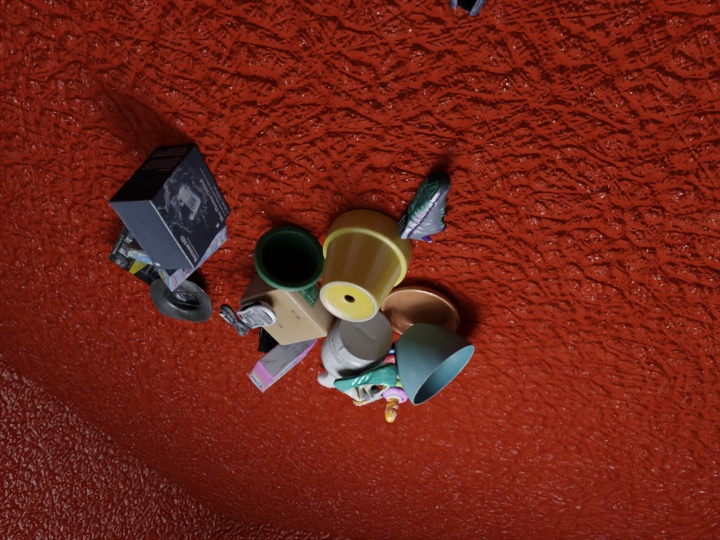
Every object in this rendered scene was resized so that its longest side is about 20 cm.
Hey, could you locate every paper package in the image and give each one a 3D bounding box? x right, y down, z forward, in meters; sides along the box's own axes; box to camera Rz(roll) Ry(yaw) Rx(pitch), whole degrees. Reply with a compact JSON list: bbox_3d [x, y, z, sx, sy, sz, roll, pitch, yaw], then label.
[{"bbox_3d":[-0.189,0.092,1.403,0.190,0.104,0.200,-16,127,35],"label":"paper package"}]

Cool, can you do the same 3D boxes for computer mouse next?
[{"bbox_3d":[-0.279,0.114,1.356,0.199,0.044,0.110,-14,124,41],"label":"computer mouse"}]

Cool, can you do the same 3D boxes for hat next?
[{"bbox_3d":[-0.182,0.002,1.276,0.164,0.201,0.176,0,149,-15],"label":"hat"},{"bbox_3d":[-0.510,0.063,1.521,0.199,0.081,0.201,4,138,4],"label":"hat"}]

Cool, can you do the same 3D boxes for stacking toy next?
[{"bbox_3d":[0.097,0.324,1.453,0.109,0.201,0.117,5,140,9],"label":"stacking toy"}]

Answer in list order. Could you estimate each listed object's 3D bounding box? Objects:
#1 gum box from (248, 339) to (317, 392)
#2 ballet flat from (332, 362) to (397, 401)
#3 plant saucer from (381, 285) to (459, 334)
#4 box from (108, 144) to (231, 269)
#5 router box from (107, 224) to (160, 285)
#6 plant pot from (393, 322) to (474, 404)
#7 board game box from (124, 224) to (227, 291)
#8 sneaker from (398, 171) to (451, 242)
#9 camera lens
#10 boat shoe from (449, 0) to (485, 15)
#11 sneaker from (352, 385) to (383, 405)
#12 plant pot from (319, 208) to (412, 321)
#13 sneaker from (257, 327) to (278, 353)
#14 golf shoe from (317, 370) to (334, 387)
[{"bbox_3d":[-0.219,0.250,1.522,0.066,0.200,0.114,45,139,8],"label":"gum box"},{"bbox_3d":[0.009,0.282,1.287,0.199,0.071,0.067,-25,156,36],"label":"ballet flat"},{"bbox_3d":[0.152,0.104,1.321,0.198,0.038,0.201,11,139,10],"label":"plant saucer"},{"bbox_3d":[-0.412,-0.140,1.169,0.116,0.201,0.197,1,137,21],"label":"box"},{"bbox_3d":[-0.599,-0.047,1.462,0.157,0.052,0.200,37,137,-17],"label":"router box"},{"bbox_3d":[0.160,0.208,1.284,0.135,0.199,0.201,47,148,27],"label":"plant pot"},{"bbox_3d":[-0.460,-0.057,1.279,0.198,0.201,0.062,19,141,2],"label":"board game box"},{"bbox_3d":[0.150,-0.125,1.060,0.087,0.075,0.200,15,151,-14],"label":"sneaker"},{"bbox_3d":[-0.011,0.197,1.379,0.159,0.161,0.200,24,149,-4],"label":"camera lens"},{"bbox_3d":[0.174,-0.434,0.680,0.074,0.093,0.201,19,140,2],"label":"boat shoe"},{"bbox_3d":[0.002,0.319,1.465,0.200,0.078,0.078,-177,76,-68],"label":"sneaker"},{"bbox_3d":[0.000,0.000,1.156,0.199,0.190,0.202,11,138,10],"label":"plant pot"},{"bbox_3d":[-0.271,0.190,1.570,0.059,0.105,0.200,8,176,-1],"label":"sneaker"},{"bbox_3d":[-0.052,0.304,1.610,0.199,0.076,0.092,-13,119,25],"label":"golf shoe"}]
